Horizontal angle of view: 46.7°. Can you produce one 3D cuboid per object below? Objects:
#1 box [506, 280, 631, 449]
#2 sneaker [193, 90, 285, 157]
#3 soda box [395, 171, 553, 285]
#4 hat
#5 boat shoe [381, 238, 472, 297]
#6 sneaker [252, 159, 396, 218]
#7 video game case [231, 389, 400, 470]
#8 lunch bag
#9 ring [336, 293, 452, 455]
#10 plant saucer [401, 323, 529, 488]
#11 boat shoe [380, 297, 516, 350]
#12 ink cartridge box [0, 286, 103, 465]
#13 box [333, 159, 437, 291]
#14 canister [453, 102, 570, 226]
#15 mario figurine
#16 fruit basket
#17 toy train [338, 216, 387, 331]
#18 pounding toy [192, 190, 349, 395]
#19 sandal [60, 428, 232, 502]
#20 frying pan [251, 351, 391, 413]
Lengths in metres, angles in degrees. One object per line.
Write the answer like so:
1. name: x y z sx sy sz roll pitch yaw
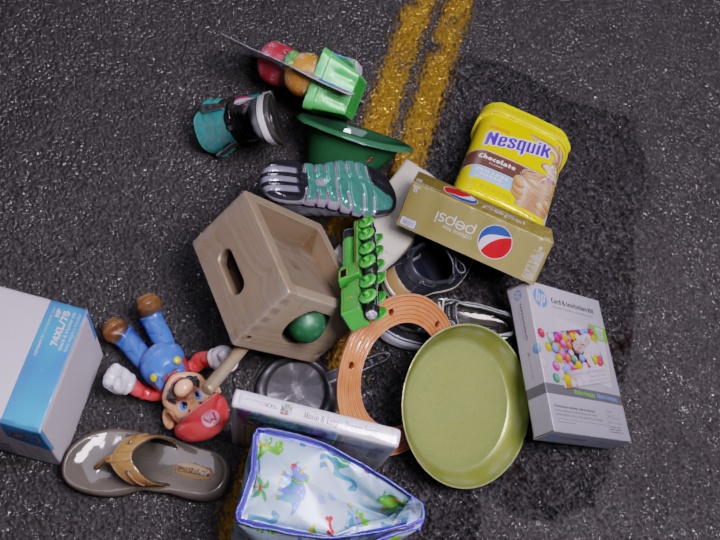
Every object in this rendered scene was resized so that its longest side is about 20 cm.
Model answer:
1. box: 0.274 0.125 1.097 0.154 0.041 0.203 15 57 -35
2. sneaker: -0.171 -0.203 1.152 0.119 0.200 0.085 -17 106 -1
3. soda box: 0.150 -0.057 1.093 0.197 0.065 0.068 25 21 3
4. hat: -0.040 -0.119 1.197 0.197 0.166 0.179 18 104 5
5. boat shoe: 0.104 -0.010 1.123 0.199 0.062 0.075 -23 76 -51
6. sneaker: -0.051 -0.101 1.108 0.197 0.087 0.076 7 70 -28
7. video game case: -0.058 0.189 0.949 0.179 0.201 0.024 15 66 -3
8. lunch bag: -0.040 0.271 0.929 0.196 0.171 0.129 12 63 -6
9. ring: 0.046 0.128 1.036 0.198 0.019 0.205 -8 103 -37
10. plant saucer: 0.129 0.169 1.052 0.197 0.031 0.204 3 83 -29
11. boat shoe: 0.118 0.064 1.116 0.196 0.071 0.073 3 63 -9
12. ink cartridge box: -0.421 0.111 0.953 0.196 0.147 0.148 15 62 -3
13. box: 0.038 -0.053 1.162 0.082 0.069 0.201 35 63 9
14. canister: 0.213 -0.135 1.200 0.146 0.087 0.202 24 50 1
15. mario figurine: -0.229 0.116 1.003 0.200 0.106 0.124 46 110 21
16. fruit basket: -0.089 -0.294 1.207 0.198 0.185 0.095 31 98 3
17. toy train: 0.000 0.000 1.025 0.056 0.042 0.201 -24 32 15
18. pounding toy: -0.113 0.038 1.015 0.142 0.183 0.202 -40 57 21
19. sandal: -0.249 0.229 0.977 0.196 0.055 0.083 12 62 -4
20. frying pan: -0.046 0.157 1.067 0.186 0.031 0.117 -1 65 -7
